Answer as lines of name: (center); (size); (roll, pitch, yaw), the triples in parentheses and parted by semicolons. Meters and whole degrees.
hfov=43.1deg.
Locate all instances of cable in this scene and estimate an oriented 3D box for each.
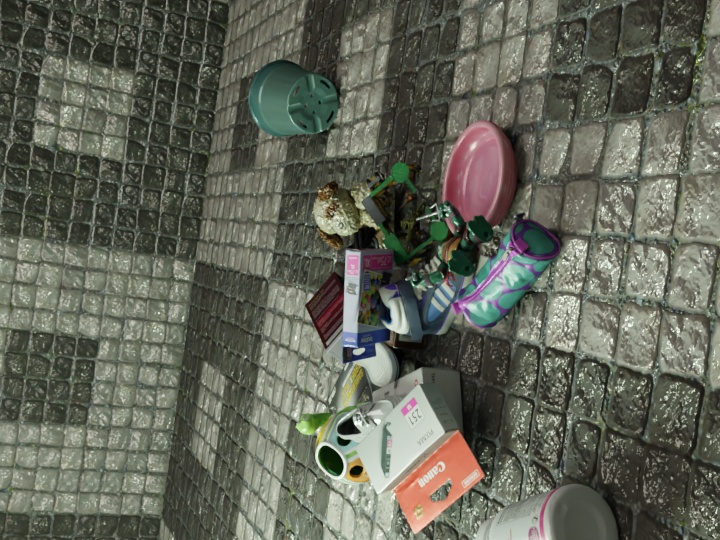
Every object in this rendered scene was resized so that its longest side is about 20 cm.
cable: (0.000, 0.000, 1.735); (0.164, 0.050, 0.203); (63, -151, -57)

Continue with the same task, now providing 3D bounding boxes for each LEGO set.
LEGO set: (0.099, -0.102, 1.719); (0.154, 0.115, 0.201); (-46, 73, 20)

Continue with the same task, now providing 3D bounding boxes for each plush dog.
plush dog: (-0.014, -0.127, 1.896); (0.162, 0.168, 0.202); (-90, -2, -49)

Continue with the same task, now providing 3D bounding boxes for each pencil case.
pencil case: (0.225, 0.006, 1.418); (0.086, 0.091, 0.201); (66, 145, 28)

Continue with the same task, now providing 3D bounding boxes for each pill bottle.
pill bottle: (0.244, 0.365, 1.234); (0.200, 0.112, 0.115); (135, 137, -56)

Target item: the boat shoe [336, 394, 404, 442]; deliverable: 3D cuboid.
boat shoe: (0.018, 0.266, 1.634); (0.199, 0.067, 0.073); (-28, 58, 59)

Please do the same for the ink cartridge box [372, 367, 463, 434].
ink cartridge box: (0.101, 0.270, 1.635); (0.200, 0.083, 0.149); (144, 129, -58)

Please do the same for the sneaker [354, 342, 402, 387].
sneaker: (0.050, 0.177, 1.787); (0.200, 0.078, 0.080); (34, 109, 66)

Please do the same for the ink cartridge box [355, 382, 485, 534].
ink cartridge box: (0.092, 0.313, 1.501); (0.200, 0.043, 0.175); (-50, 56, 34)

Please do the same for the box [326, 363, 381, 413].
box: (-0.006, 0.275, 1.928); (0.160, 0.048, 0.202); (-107, 33, -45)

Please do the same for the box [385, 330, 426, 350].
box: (0.063, 0.087, 1.799); (0.199, 0.074, 0.102); (-158, 77, -65)

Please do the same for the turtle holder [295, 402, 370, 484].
turtle holder: (-0.030, 0.333, 1.790); (0.187, 0.131, 0.141); (54, 129, 13)

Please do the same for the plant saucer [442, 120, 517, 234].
plant saucer: (0.208, -0.152, 1.560); (0.200, 0.050, 0.204); (-173, 90, -66)

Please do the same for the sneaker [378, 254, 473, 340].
sneaker: (0.108, 0.027, 1.613); (0.081, 0.144, 0.203); (-118, 40, -53)

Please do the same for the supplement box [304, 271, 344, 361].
supplement box: (-0.047, 0.102, 2.020); (0.109, 0.061, 0.201); (-48, 33, 12)

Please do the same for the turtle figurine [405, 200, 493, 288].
turtle figurine: (0.149, -0.037, 1.507); (0.200, 0.099, 0.152); (-179, 103, -75)

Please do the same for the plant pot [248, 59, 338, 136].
plant pot: (-0.164, -0.438, 2.363); (0.195, 0.197, 0.204); (25, 106, 58)

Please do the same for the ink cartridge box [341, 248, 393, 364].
ink cartridge box: (0.014, 0.063, 1.636); (0.041, 0.119, 0.204); (7, 96, 31)
